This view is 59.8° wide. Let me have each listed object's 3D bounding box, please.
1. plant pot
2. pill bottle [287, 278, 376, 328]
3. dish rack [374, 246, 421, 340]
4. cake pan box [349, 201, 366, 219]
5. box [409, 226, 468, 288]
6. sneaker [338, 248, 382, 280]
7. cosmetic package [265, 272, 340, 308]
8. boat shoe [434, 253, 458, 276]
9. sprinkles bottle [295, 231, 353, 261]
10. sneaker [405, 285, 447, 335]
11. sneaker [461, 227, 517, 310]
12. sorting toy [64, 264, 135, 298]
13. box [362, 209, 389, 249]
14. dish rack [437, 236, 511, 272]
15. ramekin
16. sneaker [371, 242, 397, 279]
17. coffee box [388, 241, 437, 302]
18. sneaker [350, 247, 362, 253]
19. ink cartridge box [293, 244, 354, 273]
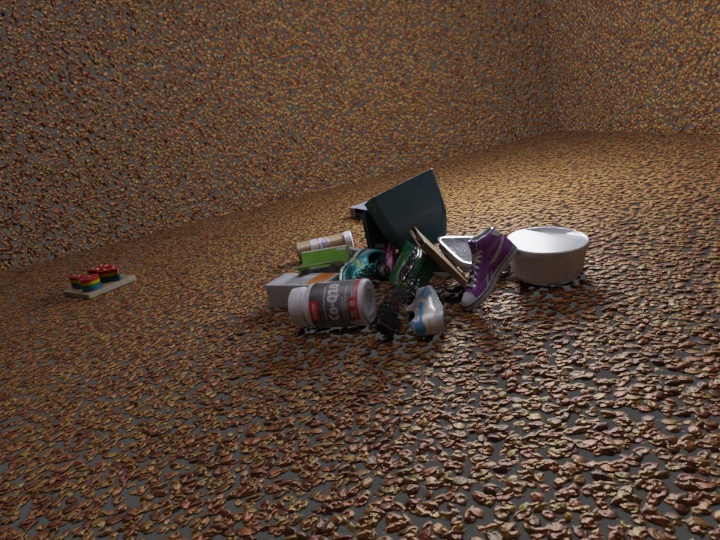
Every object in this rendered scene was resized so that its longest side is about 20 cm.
[{"bbox_3d":[0.148,-0.155,1.831,0.195,0.201,0.196,-26,3,-5],"label":"plant pot"},{"bbox_3d":[-0.070,0.084,1.543,0.199,0.115,0.114,-6,18,20],"label":"pill bottle"},{"bbox_3d":[0.096,0.045,1.432,0.054,0.201,0.154,28,20,-4],"label":"dish rack"},{"bbox_3d":[0.073,-0.268,2.692,0.199,0.053,0.184,-21,17,-28],"label":"cake pan box"},{"bbox_3d":[0.211,-0.022,1.590,0.021,0.200,0.164,-45,16,9],"label":"box"},{"bbox_3d":[0.000,0.000,1.761,0.079,0.078,0.200,-8,35,35],"label":"sneaker"},{"bbox_3d":[-0.157,0.056,1.765,0.199,0.072,0.101,-1,20,32],"label":"cosmetic package"},{"bbox_3d":[0.195,-0.025,1.806,0.072,0.060,0.199,-25,22,-36],"label":"boat shoe"},{"bbox_3d":[-0.125,-0.085,2.202,0.199,0.069,0.068,-13,17,-3],"label":"sprinkles bottle"},{"bbox_3d":[0.142,0.090,1.450,0.080,0.077,0.200,-13,15,0],"label":"sneaker"},{"bbox_3d":[0.276,-0.011,1.489,0.201,0.114,0.073,-57,21,-10],"label":"sneaker"},{"bbox_3d":[-1.009,0.034,2.408,0.198,0.070,0.200,3,22,40],"label":"sorting toy"},{"bbox_3d":[0.114,-0.138,2.017,0.199,0.118,0.197,-12,-8,-2],"label":"box"},{"bbox_3d":[0.318,-0.041,1.697,0.199,0.044,0.172,-1,29,-23],"label":"dish rack"},{"bbox_3d":[0.467,-0.036,1.570,0.201,0.095,0.203,-5,22,2],"label":"ramekin"},{"bbox_3d":[0.065,-0.024,1.890,0.095,0.079,0.200,-21,14,10],"label":"sneaker"},{"bbox_3d":[0.136,0.003,1.658,0.044,0.124,0.200,22,9,-15],"label":"coffee box"},{"bbox_3d":[-0.053,-0.051,2.031,0.199,0.075,0.100,0,21,33],"label":"sneaker"},{"bbox_3d":[-0.103,-0.031,1.853,0.147,0.076,0.200,-9,-14,10],"label":"ink cartridge box"}]
